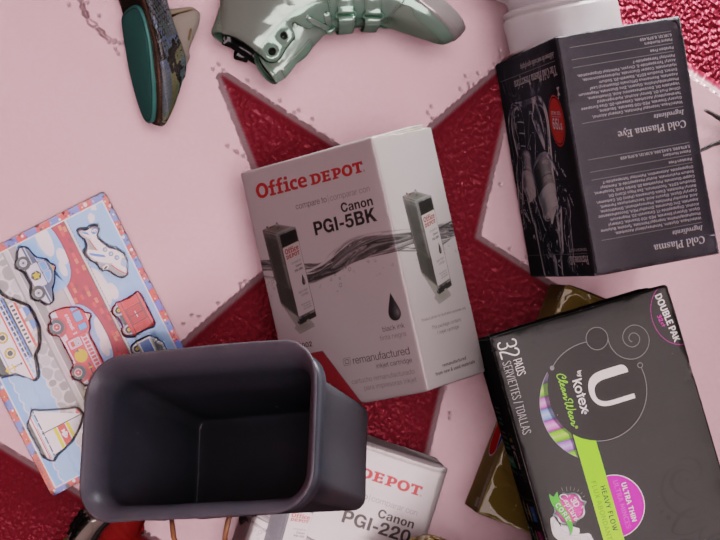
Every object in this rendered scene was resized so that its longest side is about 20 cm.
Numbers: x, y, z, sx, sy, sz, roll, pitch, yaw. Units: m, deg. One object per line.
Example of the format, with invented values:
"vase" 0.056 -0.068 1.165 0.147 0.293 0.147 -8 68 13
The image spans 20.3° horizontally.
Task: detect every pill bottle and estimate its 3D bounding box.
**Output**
"pill bottle" 0.149 -0.282 1.634 0.112 0.113 0.202 -11 91 -8

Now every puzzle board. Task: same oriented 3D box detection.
"puzzle board" -0.228 0.059 1.631 0.150 0.017 0.201 -27 93 -7

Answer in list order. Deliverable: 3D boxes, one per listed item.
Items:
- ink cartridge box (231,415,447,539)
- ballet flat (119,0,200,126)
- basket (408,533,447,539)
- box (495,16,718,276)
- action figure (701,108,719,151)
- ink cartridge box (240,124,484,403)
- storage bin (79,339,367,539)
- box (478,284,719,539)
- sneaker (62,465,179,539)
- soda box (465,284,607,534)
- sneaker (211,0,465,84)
"ink cartridge box" -0.029 0.228 1.627 0.144 0.085 0.202 18 86 -8
"ballet flat" -0.164 -0.219 1.617 0.074 0.074 0.202 -14 95 -8
"basket" 0.062 0.316 1.570 0.142 0.149 0.202 22 86 24
"box" 0.191 -0.092 1.597 0.103 0.200 0.184 -11 91 -9
"action figure" 0.386 -0.100 1.678 0.198 0.102 0.120 12 97 18
"ink cartridge box" 0.000 0.000 1.590 0.083 0.146 0.202 -14 91 -51
"storage bin" -0.090 0.143 1.513 0.198 0.134 0.147 -7 72 27
"box" 0.188 0.129 1.567 0.147 0.124 0.202 -17 88 -3
"sneaker" -0.199 0.232 1.615 0.085 0.077 0.201 35 96 -12
"soda box" 0.156 0.115 1.661 0.067 0.064 0.202 22 87 -6
"sneaker" -0.022 -0.192 1.629 0.199 0.074 0.119 20 81 2
